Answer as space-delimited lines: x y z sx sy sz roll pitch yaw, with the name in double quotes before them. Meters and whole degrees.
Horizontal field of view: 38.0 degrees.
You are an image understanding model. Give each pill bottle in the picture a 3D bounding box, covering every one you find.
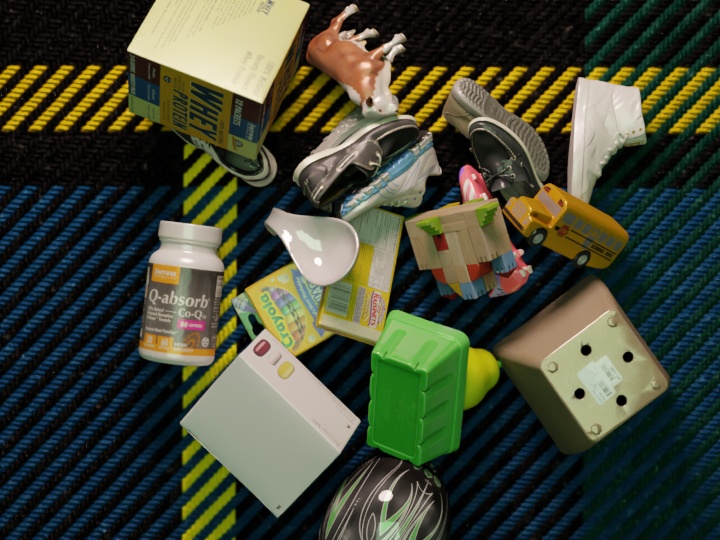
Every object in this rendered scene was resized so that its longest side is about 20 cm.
"pill bottle" -0.261 0.033 1.544 0.114 0.116 0.204 6 90 0

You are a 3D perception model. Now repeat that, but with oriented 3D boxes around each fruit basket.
"fruit basket" 0.107 0.161 1.534 0.153 0.215 0.219 17 90 26

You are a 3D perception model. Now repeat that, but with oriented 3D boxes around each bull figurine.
"bull figurine" 0.002 -0.304 1.532 0.121 0.065 0.200 -45 57 -6

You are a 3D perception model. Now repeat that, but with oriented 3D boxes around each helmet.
"helmet" 0.036 0.372 1.497 0.196 0.191 0.204 6 113 14

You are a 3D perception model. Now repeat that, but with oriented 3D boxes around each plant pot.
"plant pot" 0.333 0.142 1.510 0.199 0.177 0.201 -36 90 0

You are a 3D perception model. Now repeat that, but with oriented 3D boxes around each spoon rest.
"spoon rest" -0.077 -0.043 1.513 0.199 0.060 0.100 29 87 43

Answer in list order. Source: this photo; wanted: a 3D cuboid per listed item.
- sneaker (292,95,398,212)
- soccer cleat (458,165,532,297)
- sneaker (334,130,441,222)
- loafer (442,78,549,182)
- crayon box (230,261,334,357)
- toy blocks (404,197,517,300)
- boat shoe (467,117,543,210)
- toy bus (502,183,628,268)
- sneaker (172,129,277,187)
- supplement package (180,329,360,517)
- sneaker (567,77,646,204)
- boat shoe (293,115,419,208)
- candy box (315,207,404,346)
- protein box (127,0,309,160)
"sneaker" -0.010 -0.180 1.572 0.200 0.076 0.081 -44 107 1
"soccer cleat" 0.185 -0.058 1.569 0.076 0.066 0.202 -29 83 28
"sneaker" 0.049 -0.118 1.542 0.199 0.075 0.087 -39 114 -21
"loafer" 0.202 -0.202 1.571 0.200 0.075 0.070 43 134 -7
"crayon box" -0.085 0.050 1.575 0.198 0.052 0.127 -30 90 1
"toy blocks" 0.150 -0.022 1.516 0.099 0.198 0.139 -26 101 -37
"boat shoe" 0.213 -0.131 1.524 0.074 0.067 0.200 -11 128 34
"toy bus" 0.296 -0.064 1.508 0.198 0.065 0.079 21 115 -39
"sneaker" -0.209 -0.202 1.558 0.198 0.088 0.076 33 92 2
"supplement package" -0.129 0.220 1.522 0.200 0.111 0.156 43 114 0
"sneaker" 0.370 -0.182 1.560 0.113 0.074 0.204 7 89 4
"boat shoe" 0.004 -0.155 1.503 0.198 0.072 0.068 -29 56 -11
"candy box" 0.000 0.000 1.537 0.101 0.026 0.203 19 69 -21
"protein box" -0.202 -0.303 1.495 0.197 0.135 0.201 21 59 1
